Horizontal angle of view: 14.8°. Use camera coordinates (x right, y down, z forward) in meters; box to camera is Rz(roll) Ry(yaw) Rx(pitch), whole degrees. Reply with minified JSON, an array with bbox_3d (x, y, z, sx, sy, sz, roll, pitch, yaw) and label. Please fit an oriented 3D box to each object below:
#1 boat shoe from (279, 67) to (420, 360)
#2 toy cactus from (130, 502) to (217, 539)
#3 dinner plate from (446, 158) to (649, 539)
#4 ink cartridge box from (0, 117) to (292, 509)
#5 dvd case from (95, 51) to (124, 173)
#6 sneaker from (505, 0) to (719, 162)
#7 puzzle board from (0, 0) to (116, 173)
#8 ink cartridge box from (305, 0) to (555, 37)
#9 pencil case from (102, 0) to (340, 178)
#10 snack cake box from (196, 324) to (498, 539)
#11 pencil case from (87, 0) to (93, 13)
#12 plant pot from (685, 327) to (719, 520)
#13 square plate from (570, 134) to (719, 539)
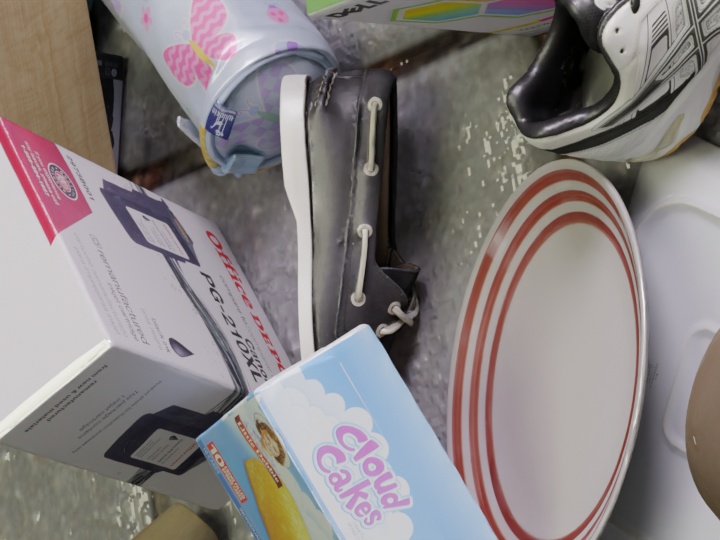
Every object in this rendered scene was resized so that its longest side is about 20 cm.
[{"bbox_3d":[0.000,0.000,1.367,0.060,0.074,0.202,-5,92,8],"label":"boat shoe"},{"bbox_3d":[-0.141,0.196,1.466,0.165,0.200,0.102,-49,24,-17],"label":"toy cactus"},{"bbox_3d":[0.089,0.050,1.264,0.200,0.024,0.202,-170,90,-69],"label":"dinner plate"},{"bbox_3d":[-0.125,0.027,1.391,0.084,0.200,0.145,-38,61,16],"label":"ink cartridge box"},{"bbox_3d":[-0.188,-0.025,1.494,0.025,0.150,0.202,2,88,35],"label":"dvd case"},{"bbox_3d":[0.131,-0.123,1.175,0.076,0.087,0.201,52,130,35],"label":"sneaker"},{"bbox_3d":[-0.181,-0.048,1.446,0.017,0.151,0.201,9,122,31],"label":"puzzle board"},{"bbox_3d":[0.041,-0.148,1.228,0.103,0.199,0.060,-14,79,45],"label":"ink cartridge box"},{"bbox_3d":[-0.090,-0.141,1.450,0.200,0.083,0.091,54,139,32],"label":"pencil case"},{"bbox_3d":[0.013,0.136,1.269,0.201,0.067,0.115,59,160,4],"label":"snack cake box"},{"bbox_3d":[-0.190,-0.181,1.553,0.092,0.085,0.201,27,108,42],"label":"pencil case"},{"bbox_3d":[0.221,0.076,1.049,0.174,0.199,0.202,28,109,51],"label":"plant pot"},{"bbox_3d":[0.166,0.060,1.215,0.198,0.028,0.201,29,110,42],"label":"square plate"}]
